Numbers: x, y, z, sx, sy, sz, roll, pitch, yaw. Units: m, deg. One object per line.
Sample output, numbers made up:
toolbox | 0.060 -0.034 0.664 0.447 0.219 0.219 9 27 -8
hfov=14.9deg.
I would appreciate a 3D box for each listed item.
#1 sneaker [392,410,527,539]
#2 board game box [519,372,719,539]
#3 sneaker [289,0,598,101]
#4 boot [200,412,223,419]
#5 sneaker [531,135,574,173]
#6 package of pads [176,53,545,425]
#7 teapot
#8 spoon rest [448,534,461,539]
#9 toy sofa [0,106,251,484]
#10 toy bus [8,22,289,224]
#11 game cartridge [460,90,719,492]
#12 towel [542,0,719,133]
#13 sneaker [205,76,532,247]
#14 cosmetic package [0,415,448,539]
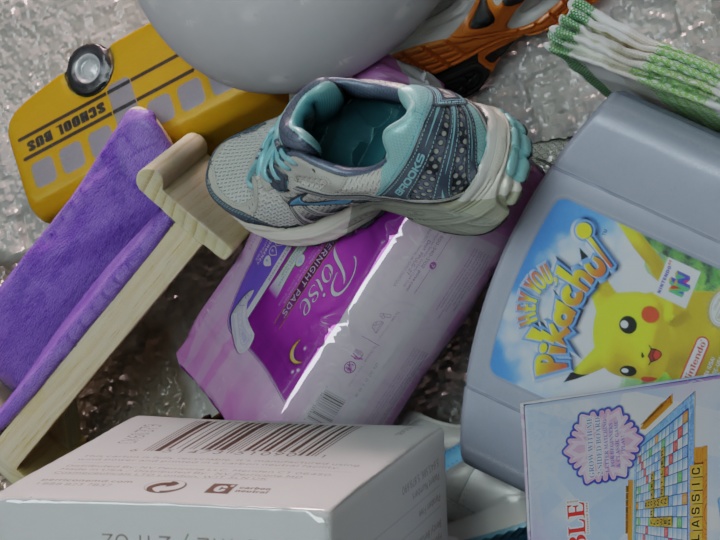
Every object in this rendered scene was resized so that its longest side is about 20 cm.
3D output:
sneaker | 0.017 0.122 1.423 0.199 0.076 0.081 -15 64 19
board game box | 0.174 0.144 1.234 0.198 0.041 0.201 -9 67 20
sneaker | 0.042 -0.147 1.465 0.199 0.076 0.092 -33 56 13
boot | -0.131 0.141 1.420 0.155 0.200 0.077 -36 77 25
sneaker | 0.134 -0.033 1.379 0.199 0.082 0.078 6 83 32
package of pads | 0.000 0.000 1.397 0.201 0.075 0.121 -57 36 9
teapot | -0.051 -0.197 1.396 0.200 0.146 0.197 -48 48 -5
spoon rest | 0.021 0.224 1.365 0.061 0.099 0.201 -134 47 -69
toy sofa | -0.148 0.015 1.482 0.097 0.083 0.200 41 112 0
toy bus | -0.097 -0.100 1.523 0.199 0.065 0.079 -26 69 21
game cartridge | 0.126 0.024 1.315 0.133 0.040 0.201 25 108 15
towel | 0.198 -0.070 1.317 0.199 0.149 0.031 23 88 28
sneaker | -0.013 -0.064 1.318 0.199 0.086 0.078 -4 66 46
cosmetic package | -0.057 0.182 1.261 0.164 0.165 0.201 0 100 20
